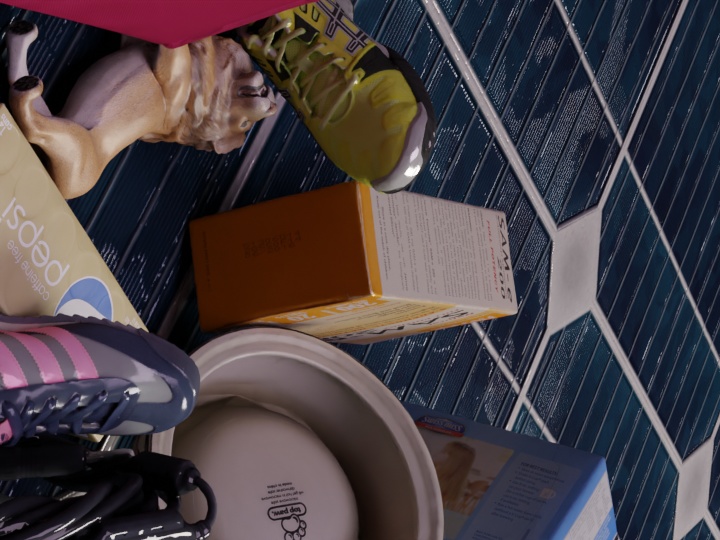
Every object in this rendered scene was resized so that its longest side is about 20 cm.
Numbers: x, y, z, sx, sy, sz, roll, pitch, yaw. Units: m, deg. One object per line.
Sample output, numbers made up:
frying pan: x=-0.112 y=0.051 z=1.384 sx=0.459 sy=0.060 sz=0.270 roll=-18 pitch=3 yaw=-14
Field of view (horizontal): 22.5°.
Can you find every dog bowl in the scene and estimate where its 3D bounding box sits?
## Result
dog bowl: x=-0.052 y=0.138 z=1.065 sx=0.199 sy=0.074 sz=0.201 roll=19 pitch=54 yaw=-28

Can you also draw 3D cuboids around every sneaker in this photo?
sneaker: x=-0.029 y=-0.118 z=1.037 sx=0.076 sy=0.200 sz=0.076 roll=9 pitch=126 yaw=-46
sneaker: x=-0.167 y=0.063 z=0.862 sx=0.199 sy=0.082 sz=0.070 roll=11 pitch=129 yaw=-25

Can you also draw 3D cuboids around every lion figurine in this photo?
lion figurine: x=-0.134 y=-0.087 z=0.974 sx=0.200 sy=0.072 sz=0.123 roll=-33 pitch=138 yaw=-32

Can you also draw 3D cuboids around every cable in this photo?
cable: x=-0.178 y=0.103 z=0.864 sx=0.200 sy=0.163 sz=0.051 roll=-5 pitch=110 yaw=-47

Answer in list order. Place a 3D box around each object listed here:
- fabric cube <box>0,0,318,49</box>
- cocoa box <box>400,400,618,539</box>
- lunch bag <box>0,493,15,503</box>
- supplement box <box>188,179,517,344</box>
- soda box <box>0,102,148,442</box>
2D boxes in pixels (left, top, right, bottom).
fabric cube: x=-0.079 y=-0.230 z=0.815 sx=0.199 sy=0.199 sz=0.197 roll=8 pitch=71 yaw=-60
cocoa box: x=0.065 y=0.192 z=1.271 sx=0.133 sy=0.199 sz=0.132 roll=-50 pitch=140 yaw=-37
lunch bag: x=-0.201 y=0.220 z=0.952 sx=0.160 sy=0.077 sz=0.201 roll=37 pitch=68 yaw=-58
supplement box: x=0.000 y=0.000 z=1.147 sx=0.200 sy=0.126 sz=0.074 roll=7 pitch=73 yaw=-59
soda box: x=-0.179 y=0.000 z=0.920 sx=0.068 sy=0.064 sz=0.200 roll=-59 pitch=146 yaw=-28
